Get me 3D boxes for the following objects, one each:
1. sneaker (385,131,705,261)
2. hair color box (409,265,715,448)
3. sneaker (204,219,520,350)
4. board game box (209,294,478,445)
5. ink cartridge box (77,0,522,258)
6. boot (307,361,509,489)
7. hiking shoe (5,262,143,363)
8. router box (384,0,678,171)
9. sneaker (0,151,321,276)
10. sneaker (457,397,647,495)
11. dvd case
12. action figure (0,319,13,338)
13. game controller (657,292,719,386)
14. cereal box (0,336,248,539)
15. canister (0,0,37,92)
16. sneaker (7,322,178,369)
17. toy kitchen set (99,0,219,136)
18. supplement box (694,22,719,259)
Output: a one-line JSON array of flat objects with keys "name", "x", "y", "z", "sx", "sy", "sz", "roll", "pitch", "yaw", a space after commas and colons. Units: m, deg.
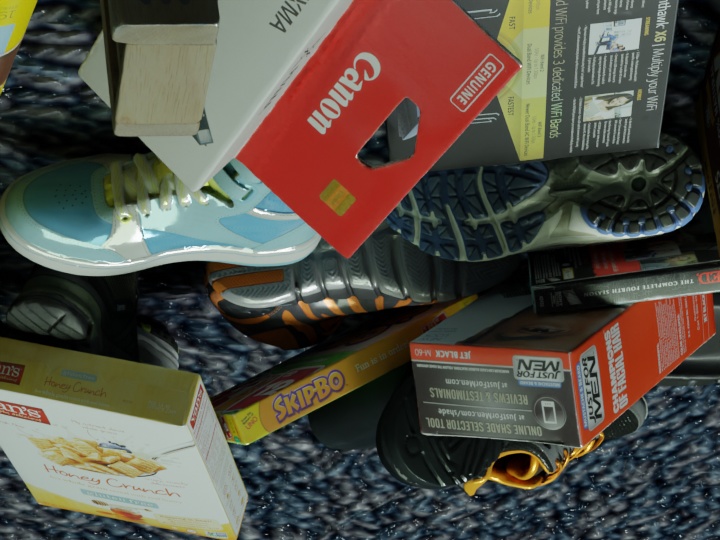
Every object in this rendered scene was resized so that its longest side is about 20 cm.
[{"name": "sneaker", "x": 0.112, "y": -0.039, "z": 1.195, "sx": 0.199, "sy": 0.078, "sz": 0.085, "roll": 1, "pitch": 174, "yaw": 18}, {"name": "hair color box", "x": 0.128, "y": 0.041, "z": 1.215, "sx": 0.110, "sy": 0.064, "sz": 0.200, "roll": 2, "pitch": -160, "yaw": 33}, {"name": "sneaker", "x": 0.000, "y": 0.000, "z": 1.267, "sx": 0.198, "sy": 0.078, "sz": 0.112, "roll": -2, "pitch": 161, "yaw": -2}, {"name": "board game box", "x": -0.007, "y": 0.058, "z": 1.282, "sx": 0.199, "sy": 0.030, "sz": 0.095, "roll": -23, "pitch": -173, "yaw": -21}, {"name": "ink cartridge box", "x": -0.038, "y": -0.102, "z": 1.001, "sx": 0.176, "sy": 0.045, "sz": 0.200, "roll": 44, "pitch": 140, "yaw": 1}, {"name": "boot", "x": 0.026, "y": 0.095, "z": 1.315, "sx": 0.168, "sy": 0.200, "sz": 0.077, "roll": -22, "pitch": 103, "yaw": 41}, {"name": "hiking shoe", "x": -0.161, "y": 0.032, "z": 1.253, "sx": 0.075, "sy": 0.101, "sz": 0.200, "roll": 15, "pitch": 157, "yaw": 9}, {"name": "router box", "x": 0.086, "y": -0.131, "z": 1.057, "sx": 0.156, "sy": 0.053, "sz": 0.200, "roll": -5, "pitch": 150, "yaw": 0}, {"name": "sneaker", "x": -0.103, "y": -0.059, "z": 1.134, "sx": 0.199, "sy": 0.080, "sz": 0.131, "roll": -4, "pitch": 154, "yaw": -21}, {"name": "sneaker", "x": 0.132, "y": 0.122, "z": 1.462, "sx": 0.199, "sy": 0.078, "sz": 0.078, "roll": -3, "pitch": 150, "yaw": -31}, {"name": "dvd case", "x": 0.201, "y": -0.014, "z": 1.215, "sx": 0.198, "sy": 0.146, "sz": 0.022, "roll": -9, "pitch": 105, "yaw": 5}, {"name": "action figure", "x": -0.268, "y": 0.036, "z": 1.238, "sx": 0.118, "sy": 0.102, "sz": 0.200, "roll": 29, "pitch": 150, "yaw": 14}, {"name": "game controller", "x": 0.185, "y": 0.044, "z": 1.400, "sx": 0.198, "sy": 0.042, "sz": 0.105, "roll": 2, "pitch": 135, "yaw": -12}, {"name": "cereal box", "x": -0.155, "y": 0.108, "z": 1.236, "sx": 0.143, "sy": 0.040, "sz": 0.200, "roll": 9, "pitch": 155, "yaw": 11}, {"name": "canister", "x": -0.248, "y": -0.117, "z": 1.005, "sx": 0.148, "sy": 0.087, "sz": 0.200, "roll": 8, "pitch": 146, "yaw": -21}, {"name": "sneaker", "x": -0.224, "y": 0.087, "z": 1.369, "sx": 0.199, "sy": 0.077, "sz": 0.075, "roll": -9, "pitch": 152, "yaw": 10}, {"name": "toy kitchen set", "x": -0.163, "y": -0.175, "z": 0.817, "sx": 0.199, "sy": 0.181, "sz": 0.163, "roll": -2, "pitch": 149, "yaw": -13}, {"name": "supplement box", "x": 0.299, "y": -0.096, "z": 1.067, "sx": 0.196, "sy": 0.134, "sz": 0.200, "roll": -3, "pitch": 150, "yaw": -2}]
